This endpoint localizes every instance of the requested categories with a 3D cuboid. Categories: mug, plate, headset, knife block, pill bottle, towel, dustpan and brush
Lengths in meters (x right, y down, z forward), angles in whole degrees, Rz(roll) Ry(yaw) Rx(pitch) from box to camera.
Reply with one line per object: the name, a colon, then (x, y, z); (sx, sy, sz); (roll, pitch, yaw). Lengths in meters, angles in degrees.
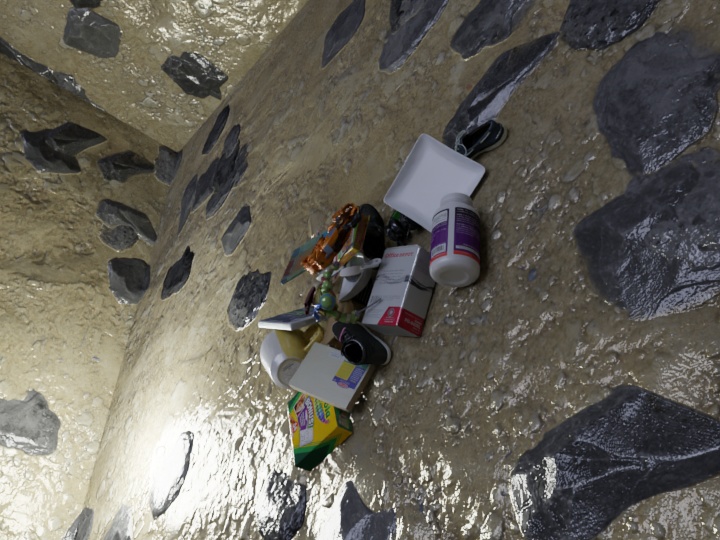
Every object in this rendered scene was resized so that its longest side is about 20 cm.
mug: (-0.189, 0.229, 1.752); (0.153, 0.147, 0.189); (-132, 56, -72)
plate: (0.184, -0.208, 1.609); (0.199, 0.032, 0.202); (34, 100, 24)
headset: (0.106, -0.128, 1.683); (0.123, 0.094, 0.201); (-40, 27, 33)
knife block: (-0.038, 0.102, 1.751); (0.201, 0.064, 0.176); (-50, 32, 20)
pill bottle: (0.214, -0.072, 1.461); (0.112, 0.112, 0.202); (-27, 45, 43)
towel: (-0.143, -0.049, 1.845); (0.199, 0.022, 0.148); (-29, 28, 35)
dustpan and brush: (0.000, 0.000, 1.658); (0.199, 0.057, 0.141); (-12, 57, 47)

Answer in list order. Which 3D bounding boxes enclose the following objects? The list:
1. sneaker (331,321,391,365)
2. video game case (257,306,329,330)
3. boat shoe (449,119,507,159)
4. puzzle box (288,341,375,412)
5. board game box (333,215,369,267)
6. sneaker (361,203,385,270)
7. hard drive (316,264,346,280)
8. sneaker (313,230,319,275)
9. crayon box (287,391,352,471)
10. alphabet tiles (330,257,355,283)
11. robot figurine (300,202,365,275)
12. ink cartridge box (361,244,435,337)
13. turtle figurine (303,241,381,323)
sneaker: (-0.024, 0.171, 1.588); (0.199, 0.098, 0.072); (29, 105, 41)
video game case: (-0.167, 0.132, 1.827); (0.199, 0.180, 0.024); (-4, 99, 55)
boat shoe: (0.270, -0.311, 1.610); (0.199, 0.061, 0.076); (-21, 51, 48)
puzzle box: (-0.072, 0.263, 1.618); (0.198, 0.026, 0.134); (14, 60, 38)
board game box: (-0.029, -0.072, 1.686); (0.200, 0.030, 0.097); (-33, 40, 61)
sneaker: (0.030, -0.113, 1.741); (0.115, 0.075, 0.202); (83, -179, -59)
hard drive: (-0.050, -0.068, 1.875); (0.132, 0.025, 0.201); (-33, 27, 51)
sneaker: (-0.125, -0.055, 1.937); (0.113, 0.071, 0.200); (-61, 5, 9)
crayon box: (-0.108, 0.372, 1.650); (0.173, 0.058, 0.201); (-47, 34, 24)
alphabet tiles: (-0.034, -0.048, 1.855); (0.167, 0.008, 0.201); (-43, 19, 29)
robot figurine: (-0.062, -0.085, 1.582); (0.201, 0.058, 0.145); (-57, 12, -19)
ink cartridge box: (0.100, 0.050, 1.564); (0.145, 0.083, 0.202); (-3, 64, 56)
turtle figurine: (-0.047, 0.058, 1.602); (0.201, 0.144, 0.194); (-51, 8, -10)
